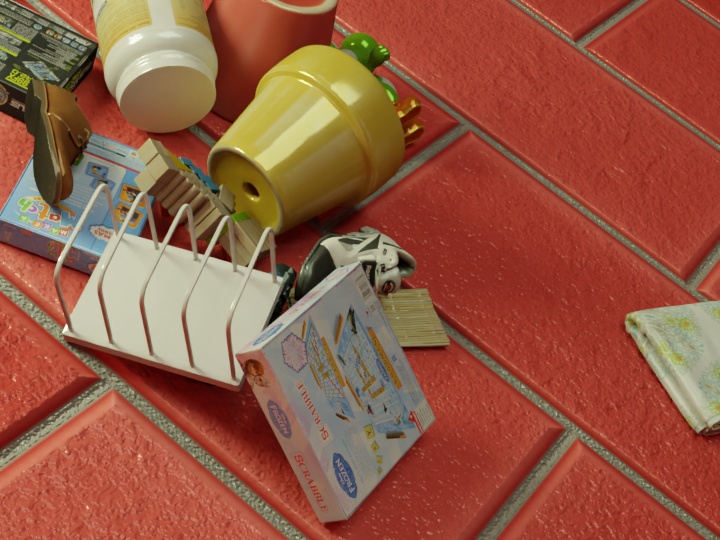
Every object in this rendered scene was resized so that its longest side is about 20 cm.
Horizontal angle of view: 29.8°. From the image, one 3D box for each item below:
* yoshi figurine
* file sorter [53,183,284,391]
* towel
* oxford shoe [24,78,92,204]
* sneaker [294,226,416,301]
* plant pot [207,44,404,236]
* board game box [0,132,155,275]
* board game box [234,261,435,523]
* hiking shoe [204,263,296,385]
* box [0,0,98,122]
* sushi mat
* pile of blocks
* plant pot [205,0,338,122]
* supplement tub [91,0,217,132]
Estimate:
[{"bbox_3d":[0.020,-0.270,1.908,0.200,0.113,0.112,46,27,25],"label":"yoshi figurine"},{"bbox_3d":[-0.197,0.010,1.391,0.198,0.125,0.139,15,57,10],"label":"file sorter"},{"bbox_3d":[0.461,0.124,1.771,0.170,0.048,0.201,-3,48,-33],"label":"towel"},{"bbox_3d":[-0.337,-0.149,1.535,0.071,0.072,0.201,8,41,-24],"label":"oxford shoe"},{"bbox_3d":[0.000,0.000,1.592,0.088,0.075,0.200,26,28,24],"label":"sneaker"},{"bbox_3d":[-0.078,-0.143,1.652,0.200,0.201,0.189,39,57,14],"label":"plant pot"},{"bbox_3d":[-0.316,-0.083,1.557,0.150,0.037,0.201,21,39,-8],"label":"board game box"},{"bbox_3d":[-0.021,0.124,1.416,0.199,0.041,0.201,-39,108,-49],"label":"board game box"},{"bbox_3d":[-0.141,0.038,1.496,0.086,0.075,0.200,34,40,7],"label":"hiking shoe"},{"bbox_3d":[-0.448,-0.273,1.681,0.199,0.044,0.161,26,40,-3],"label":"box"},{"bbox_3d":[0.008,0.056,1.612,0.199,0.012,0.096,1,47,-30],"label":"sushi mat"},{"bbox_3d":[-0.190,-0.070,1.582,0.200,0.062,0.082,44,19,-16],"label":"pile of blocks"},{"bbox_3d":[-0.124,-0.316,1.808,0.199,0.178,0.201,15,41,-14],"label":"plant pot"},{"bbox_3d":[-0.260,-0.290,1.719,0.143,0.145,0.201,3,53,-27],"label":"supplement tub"}]
